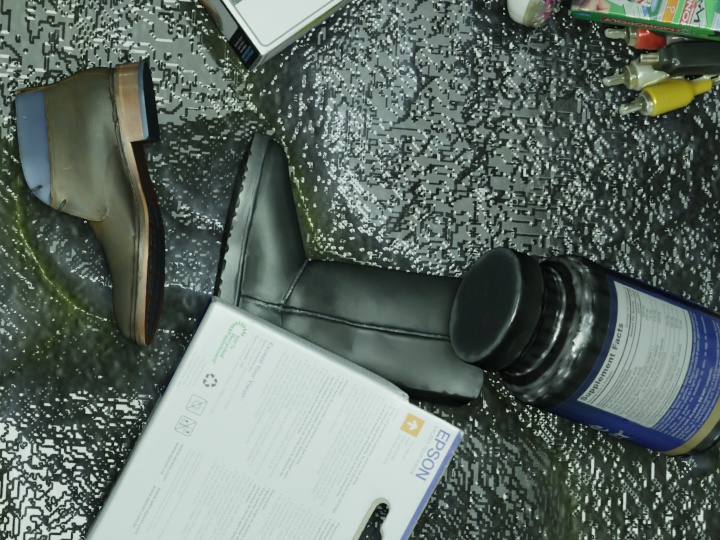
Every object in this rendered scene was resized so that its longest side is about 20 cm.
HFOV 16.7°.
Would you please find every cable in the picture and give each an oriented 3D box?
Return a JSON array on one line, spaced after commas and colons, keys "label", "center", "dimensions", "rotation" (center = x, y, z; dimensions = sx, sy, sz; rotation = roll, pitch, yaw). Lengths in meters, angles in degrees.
[{"label": "cable", "center": [0.279, -0.163, 1.849], "dimensions": [0.199, 0.050, 0.097], "rotation": [0, 70, -18]}]

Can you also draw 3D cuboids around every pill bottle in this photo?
[{"label": "pill bottle", "center": [0.167, 0.054, 1.730], "dimensions": [0.200, 0.112, 0.112], "rotation": [21, 78, -27]}]

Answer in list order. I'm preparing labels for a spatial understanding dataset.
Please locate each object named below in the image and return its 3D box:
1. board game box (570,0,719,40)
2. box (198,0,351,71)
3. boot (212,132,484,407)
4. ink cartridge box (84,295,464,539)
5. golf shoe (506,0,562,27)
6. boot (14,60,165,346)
[{"label": "board game box", "center": [0.239, -0.275, 1.805], "dimensions": [0.134, 0.029, 0.201], "rotation": [11, 84, 11]}, {"label": "box", "center": [-0.088, -0.259, 1.765], "dimensions": [0.117, 0.060, 0.200], "rotation": [-35, 91, -14]}, {"label": "boot", "center": [0.000, 0.001, 1.747], "dimensions": [0.199, 0.066, 0.165], "rotation": [11, 89, -8]}, {"label": "ink cartridge box", "center": [-0.060, 0.147, 1.703], "dimensions": [0.200, 0.041, 0.200], "rotation": [28, 96, -7]}, {"label": "golf shoe", "center": [0.125, -0.275, 1.815], "dimensions": [0.092, 0.073, 0.201], "rotation": [9, 74, 7]}, {"label": "boot", "center": [-0.190, -0.044, 1.722], "dimensions": [0.097, 0.075, 0.201], "rotation": [-4, 83, 5]}]
